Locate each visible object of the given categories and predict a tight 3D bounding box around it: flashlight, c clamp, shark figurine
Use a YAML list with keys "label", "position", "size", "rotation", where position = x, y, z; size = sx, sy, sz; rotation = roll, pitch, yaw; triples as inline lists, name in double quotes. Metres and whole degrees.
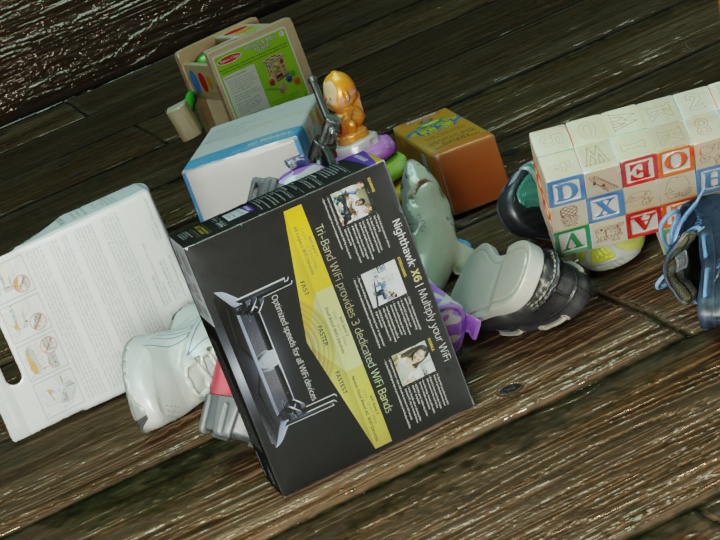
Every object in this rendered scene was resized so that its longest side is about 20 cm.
- label: "flashlight"
  position: [-0.068, 0.033, 1.604]
  size: [0.068, 0.201, 0.068]
  rotation: [19, -9, -30]
- label: "c clamp"
  position: [-0.044, -0.041, 1.829]
  size: [0.027, 0.200, 0.171]
  rotation: [8, 30, -18]
- label: "shark figurine"
  position: [0.025, 0.026, 1.766]
  size: [0.215, 0.128, 0.090]
  rotation: [-51, 3, -28]

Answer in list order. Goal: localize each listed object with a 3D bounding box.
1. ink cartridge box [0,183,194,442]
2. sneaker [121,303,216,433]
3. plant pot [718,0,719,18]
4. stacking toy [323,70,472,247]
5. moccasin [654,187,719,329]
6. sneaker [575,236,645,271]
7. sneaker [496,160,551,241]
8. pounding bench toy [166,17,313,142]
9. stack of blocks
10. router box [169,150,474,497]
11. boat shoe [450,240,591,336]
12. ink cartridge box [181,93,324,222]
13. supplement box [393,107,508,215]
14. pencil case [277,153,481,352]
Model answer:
- label: "ink cartridge box"
  position: [-0.250, 0.036, 1.880]
  size: [0.200, 0.163, 0.057]
  rotation: [-24, 14, -9]
- label: "sneaker"
  position: [-0.136, 0.073, 1.784]
  size: [0.087, 0.075, 0.200]
  rotation: [-9, 20, 24]
- label: "plant pot"
  position: [0.385, -0.197, 1.785]
  size: [0.200, 0.184, 0.200]
  rotation: [-20, 15, 6]
- label: "stacking toy"
  position: [0.008, -0.081, 1.862]
  size: [0.110, 0.200, 0.116]
  rotation: [-25, 17, -13]
- label: "moccasin"
  position: [0.249, -0.011, 1.527]
  size: [0.068, 0.081, 0.200]
  rotation: [-10, 14, -1]
- label: "sneaker"
  position: [0.210, -0.080, 1.769]
  size: [0.076, 0.105, 0.200]
  rotation: [-16, 17, 17]
- label: "sneaker"
  position: [0.157, -0.058, 1.866]
  size: [0.087, 0.075, 0.200]
  rotation: [-27, 0, 34]
- label: "pounding bench toy"
  position: [-0.183, -0.238, 2.783]
  size: [0.200, 0.125, 0.156]
  rotation: [-27, 16, -19]
- label: "stack of blocks"
  position: [0.237, -0.073, 1.632]
  size: [0.199, 0.115, 0.059]
  rotation: [-14, 47, 0]
- label: "router box"
  position: [-0.026, 0.037, 1.510]
  size: [0.157, 0.201, 0.052]
  rotation: [-24, 17, -12]
- label: "boat shoe"
  position: [0.121, 0.016, 1.649]
  size: [0.200, 0.060, 0.074]
  rotation: [155, 135, -72]
- label: "ink cartridge box"
  position: [-0.086, -0.088, 2.143]
  size: [0.125, 0.129, 0.200]
  rotation: [-17, 17, 12]
- label: "supplement box"
  position: [0.088, -0.110, 2.107]
  size: [0.066, 0.069, 0.200]
  rotation: [-21, 13, -7]
- label: "pencil case"
  position: [0.000, 0.000, 1.656]
  size: [0.085, 0.084, 0.200]
  rotation: [-18, 52, -32]
